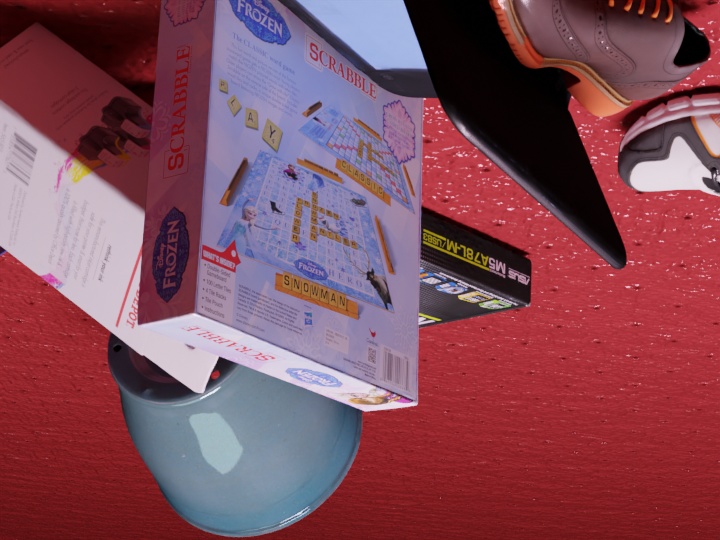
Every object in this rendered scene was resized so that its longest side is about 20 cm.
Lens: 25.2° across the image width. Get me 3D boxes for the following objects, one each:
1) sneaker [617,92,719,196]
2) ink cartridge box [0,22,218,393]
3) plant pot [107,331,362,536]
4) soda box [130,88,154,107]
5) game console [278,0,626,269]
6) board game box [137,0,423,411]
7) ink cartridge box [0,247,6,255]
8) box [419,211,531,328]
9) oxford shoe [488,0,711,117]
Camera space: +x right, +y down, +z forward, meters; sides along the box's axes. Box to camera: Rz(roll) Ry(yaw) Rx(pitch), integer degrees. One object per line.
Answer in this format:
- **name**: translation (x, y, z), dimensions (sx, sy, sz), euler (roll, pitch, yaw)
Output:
- **sneaker**: translation (0.243, -0.064, 0.953), dimensions (0.200, 0.080, 0.074), euler (-7, 161, 35)
- **ink cartridge box**: translation (-0.139, -0.034, 0.928), dimensions (0.200, 0.068, 0.115), euler (37, 141, 8)
- **plant pot**: translation (-0.120, 0.097, 1.379), dimensions (0.200, 0.200, 0.188), euler (-2, 146, 18)
- **soda box**: translation (-0.121, -0.054, 1.082), dimensions (0.070, 0.064, 0.200), euler (-2, 162, 17)
- **game console**: translation (0.030, -0.089, 0.799), dimensions (0.176, 0.117, 0.200), euler (5, 163, 33)
- **board game box**: translation (-0.035, -0.042, 0.875), dimensions (0.041, 0.200, 0.200), euler (-10, 157, 33)
- **ink cartridge box**: translation (-0.376, -0.008, 1.253), dimensions (0.200, 0.042, 0.119), euler (2, -174, -3)
- **box**: translation (0.000, 0.000, 1.256), dimensions (0.193, 0.048, 0.200), euler (-15, 154, 40)
- **oxford shoe**: translation (0.115, -0.134, 0.790), dimensions (0.072, 0.071, 0.200), euler (-16, 164, 25)
